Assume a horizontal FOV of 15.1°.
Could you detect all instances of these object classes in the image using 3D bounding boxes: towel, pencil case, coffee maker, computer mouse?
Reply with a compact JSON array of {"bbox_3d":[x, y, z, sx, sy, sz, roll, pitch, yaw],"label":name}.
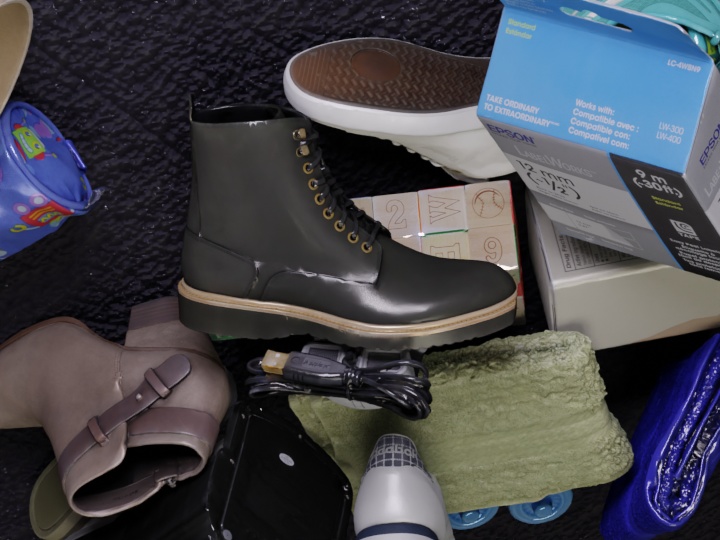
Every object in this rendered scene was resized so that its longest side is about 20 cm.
[{"bbox_3d":[0.066,0.101,1.747,0.200,0.037,0.148,-11,137,13],"label":"towel"},{"bbox_3d":[-0.246,-0.021,1.623,0.200,0.078,0.087,-35,162,24],"label":"pencil case"},{"bbox_3d":[-0.121,0.202,1.715,0.200,0.192,0.135,-37,92,33],"label":"coffee maker"},{"bbox_3d":[0.208,0.109,1.790,0.050,0.148,0.200,31,168,2],"label":"towel"},{"bbox_3d":[0.001,0.064,1.615,0.110,0.044,0.200,3,-177,10],"label":"computer mouse"}]

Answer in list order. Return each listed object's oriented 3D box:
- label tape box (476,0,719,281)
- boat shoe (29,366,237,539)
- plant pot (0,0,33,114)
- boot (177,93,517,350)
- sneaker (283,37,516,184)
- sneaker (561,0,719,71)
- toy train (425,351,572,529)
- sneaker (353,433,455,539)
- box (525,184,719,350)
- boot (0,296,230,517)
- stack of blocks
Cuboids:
[{"bbox_3d":[0.145,-0.076,1.519,0.143,0.066,0.200,19,163,35],"label":"label tape box"},{"bbox_3d":[-0.140,0.121,1.821,0.068,0.075,0.200,17,139,-37],"label":"boat shoe"},{"bbox_3d":[-0.289,-0.096,1.468,0.134,0.200,0.200,32,132,5],"label":"plant pot"},{"bbox_3d":[-0.008,-0.031,1.570,0.200,0.077,0.138,0,110,2],"label":"boot"},{"bbox_3d":[0.044,-0.085,1.621,0.200,0.073,0.085,4,134,-20],"label":"sneaker"},{"bbox_3d":[0.205,-0.141,1.591,0.200,0.080,0.078,-2,138,-12],"label":"sneaker"},{"bbox_3d":[0.073,0.114,1.850,0.200,0.087,0.114,0,132,-13],"label":"toy train"},{"bbox_3d":[0.032,0.172,1.750,0.076,0.081,0.200,-4,157,1],"label":"sneaker"},{"bbox_3d":[0.210,-0.019,1.722,0.200,0.095,0.078,-10,141,0],"label":"box"},{"bbox_3d":[-0.173,0.096,1.712,0.200,0.146,0.070,-26,128,19],"label":"boot"},{"bbox_3d":[0.000,0.000,1.688,0.200,0.059,0.115,-6,162,3],"label":"stack of blocks"}]
